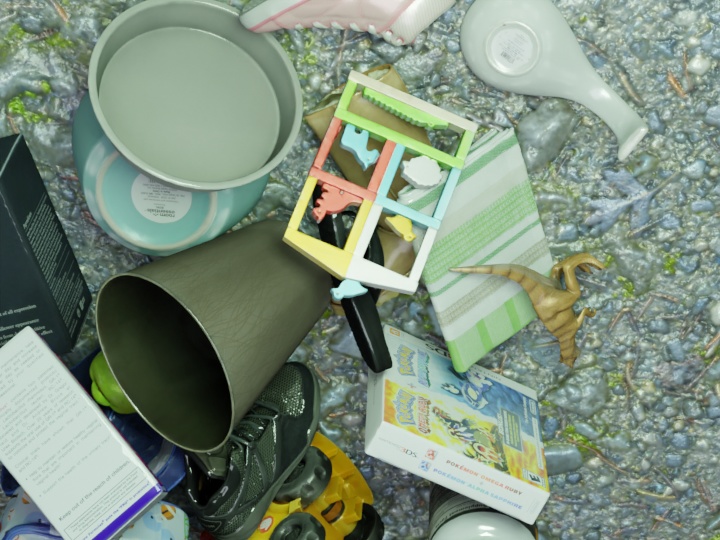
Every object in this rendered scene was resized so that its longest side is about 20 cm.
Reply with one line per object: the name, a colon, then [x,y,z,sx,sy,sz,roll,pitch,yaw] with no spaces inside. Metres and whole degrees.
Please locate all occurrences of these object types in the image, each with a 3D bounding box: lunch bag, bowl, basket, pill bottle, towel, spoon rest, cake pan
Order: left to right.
lunch bag: [-0.273,0.291,1.720,0.199,0.076,0.161,16,133,-19]
lunch bag: [-0.258,0.178,1.758,0.199,0.136,0.132,-33,126,25]
bowl: [-0.188,-0.095,1.626,0.199,0.105,0.202,2,118,3]
cake pan: [-0.152,-0.157,1.554,0.199,0.201,0.037,22,150,-9]
basket: [-0.125,0.041,1.584,0.135,0.200,0.181,-23,101,40]
towel: [0.115,-0.021,1.648,0.149,0.031,0.201,-33,121,-25]
pill bottle: [0.126,0.271,1.753,0.115,0.200,0.117,1,120,2]
spoon rest: [0.181,-0.184,1.589,0.200,0.061,0.100,39,114,-2]

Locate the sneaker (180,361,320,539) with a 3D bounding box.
sneaker: [-0.111,0.168,1.718,0.076,0.200,0.114,21,161,32]

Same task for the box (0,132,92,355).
box: [-0.375,-0.011,1.682,0.147,0.107,0.201,-13,118,10]

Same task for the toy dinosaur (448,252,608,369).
toy dinosaur: [0.184,0.024,1.657,0.106,0.060,0.200,-51,127,-12]

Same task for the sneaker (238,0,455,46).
sneaker: [-0.006,-0.237,1.551,0.199,0.075,0.105,-23,110,11]

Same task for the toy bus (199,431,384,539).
toy bus: [-0.088,0.296,1.783,0.191,0.201,0.136,-23,126,21]

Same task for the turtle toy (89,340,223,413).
turtle toy: [-0.183,0.073,1.681,0.101,0.200,0.146,-37,86,42]

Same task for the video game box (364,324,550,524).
video game box: [0.094,0.148,1.688,0.181,0.200,0.047,22,114,-9]

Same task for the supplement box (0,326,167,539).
supplement box: [-0.282,0.163,1.599,0.103,0.101,0.200,-41,87,-8]

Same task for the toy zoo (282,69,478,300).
toy zoo: [0.014,-0.066,1.551,0.130,0.020,0.201,23,78,-3]

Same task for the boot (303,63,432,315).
boot: [0.003,-0.076,1.650,0.174,0.066,0.201,-30,114,5]

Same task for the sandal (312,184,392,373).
sandal: [0.000,0.000,1.620,0.048,0.075,0.202,-23,115,-12]
